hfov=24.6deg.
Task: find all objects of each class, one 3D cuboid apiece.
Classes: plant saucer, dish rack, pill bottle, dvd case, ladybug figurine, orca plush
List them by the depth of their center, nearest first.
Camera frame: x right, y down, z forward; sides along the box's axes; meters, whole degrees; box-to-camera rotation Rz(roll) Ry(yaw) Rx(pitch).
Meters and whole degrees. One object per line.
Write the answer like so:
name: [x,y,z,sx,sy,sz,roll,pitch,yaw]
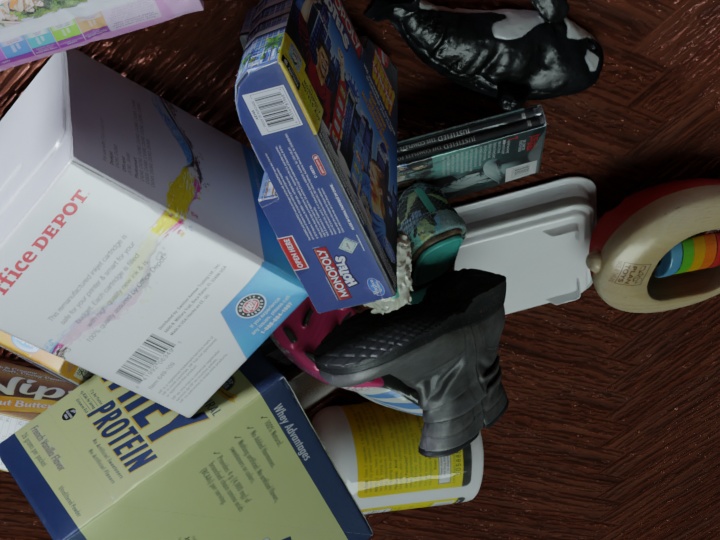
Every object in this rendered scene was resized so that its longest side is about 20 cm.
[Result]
orca plush: [0.103,-0.154,1.192,0.105,0.071,0.200,-36,143,29]
dvd case: [0.045,-0.076,1.293,0.200,0.022,0.146,-14,168,2]
ladybug figurine: [0.275,-0.028,1.439,0.200,0.072,0.136,-7,136,-31]
dish rack: [0.118,-0.002,1.461,0.200,0.044,0.172,-16,147,-1]
plant saucer: [-0.066,0.110,1.462,0.200,0.032,0.200,-32,-178,1]
pill bottle: [0.013,0.185,1.640,0.200,0.111,0.111,-5,146,-17]

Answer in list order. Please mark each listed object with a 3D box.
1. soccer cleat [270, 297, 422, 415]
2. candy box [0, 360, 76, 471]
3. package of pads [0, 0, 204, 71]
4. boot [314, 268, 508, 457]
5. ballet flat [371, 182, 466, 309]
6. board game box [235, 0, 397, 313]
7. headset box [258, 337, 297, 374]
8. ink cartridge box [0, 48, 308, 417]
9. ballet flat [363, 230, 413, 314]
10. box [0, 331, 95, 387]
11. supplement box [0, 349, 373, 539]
soccer cleat: [-0.006,0.072,1.353,0.200,0.070,0.086,27,160,-26]
candy box: [-0.247,0.134,1.391,0.200,0.115,0.055,14,104,-11]
package of pads: [-0.198,-0.184,0.973,0.200,0.121,0.076,-17,143,4]
boot: [0.050,0.088,1.269,0.200,0.070,0.132,-21,117,-39]
ballet flat: [0.042,-0.009,1.344,0.074,0.074,0.200,-6,154,-15]
board game box: [-0.028,-0.113,1.121,0.062,0.200,0.200,-13,128,18]
headset box: [-0.119,0.023,1.366,0.148,0.075,0.200,-30,145,22]
ink cartridge box: [-0.162,-0.026,1.151,0.200,0.146,0.147,29,119,-31]
ballet flat: [0.000,0.000,1.233,0.072,0.072,0.200,-11,-173,-7]
box: [-0.237,0.070,1.338,0.119,0.042,0.200,24,168,23]
supplement box: [-0.132,0.170,1.271,0.200,0.134,0.200,-36,131,-11]
